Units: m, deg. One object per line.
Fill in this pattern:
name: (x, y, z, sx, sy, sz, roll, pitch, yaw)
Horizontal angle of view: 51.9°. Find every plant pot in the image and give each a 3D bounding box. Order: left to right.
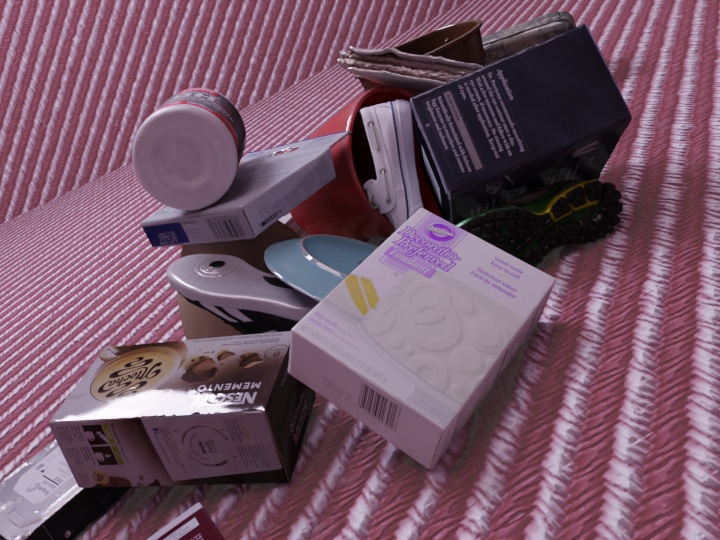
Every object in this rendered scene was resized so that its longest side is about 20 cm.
plant pot: (-0.146, 0.002, 0.912, 0.198, 0.136, 0.201, -20, 23, 9)
plant pot: (-0.002, -0.129, 1.011, 0.176, 0.202, 0.200, -13, 23, 45)
plant pot: (0.117, -0.240, 1.108, 0.198, 0.200, 0.201, -21, 22, 9)

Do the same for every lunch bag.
lunch bag: (0.294, -0.370, 1.300, 0.198, 0.141, 0.168, -15, 24, 18)

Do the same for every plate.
plate: (0.000, 0.000, 0.752, 0.198, 0.026, 0.200, 16, 16, -5)

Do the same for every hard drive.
hard drive: (-0.272, 0.193, 0.736, 0.139, 0.038, 0.200, 1, 34, 47)

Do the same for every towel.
towel: (0.081, -0.239, 0.901, 0.198, 0.035, 0.132, 15, 12, 20)

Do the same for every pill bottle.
pill bottle: (-0.189, -0.149, 0.856, 0.109, 0.112, 0.200, -22, 21, 4)

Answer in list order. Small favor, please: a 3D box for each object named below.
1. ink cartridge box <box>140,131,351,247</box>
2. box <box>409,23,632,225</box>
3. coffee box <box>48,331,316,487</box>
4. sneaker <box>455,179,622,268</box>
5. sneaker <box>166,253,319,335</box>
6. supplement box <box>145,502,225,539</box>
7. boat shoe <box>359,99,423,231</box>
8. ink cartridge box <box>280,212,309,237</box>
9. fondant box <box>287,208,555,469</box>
ink cartridge box: (-0.129, -0.094, 0.874, 0.198, 0.041, 0.200, -3, 30, 43)
box: (0.169, -0.142, 0.825, 0.198, 0.119, 0.197, -22, -13, 3)
coffee box: (-0.151, 0.123, 0.657, 0.197, 0.081, 0.113, -5, 29, 14)
sneaker: (0.172, -0.041, 0.786, 0.197, 0.079, 0.085, -18, 14, -9)
sneaker: (-0.113, 0.057, 0.766, 0.198, 0.113, 0.073, 13, 35, 24)
supplement box: (-0.100, 0.232, 0.437, 0.108, 0.061, 0.199, -32, 22, -19)
boat shoe: (0.036, -0.098, 0.878, 0.066, 0.203, 0.074, -6, -6, 0)
ink cartridge box: (-0.153, -0.051, 1.126, 0.198, 0.068, 0.115, -9, 26, 34)
fondant box: (0.055, 0.045, 0.621, 0.143, 0.059, 0.200, 30, 47, 20)
